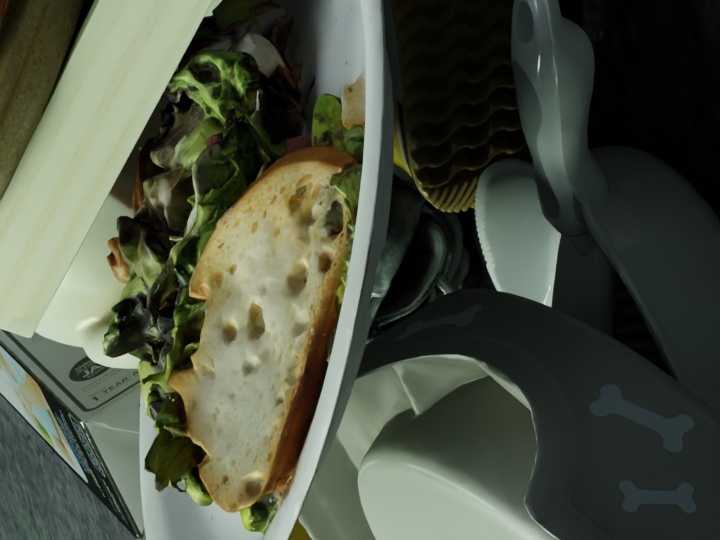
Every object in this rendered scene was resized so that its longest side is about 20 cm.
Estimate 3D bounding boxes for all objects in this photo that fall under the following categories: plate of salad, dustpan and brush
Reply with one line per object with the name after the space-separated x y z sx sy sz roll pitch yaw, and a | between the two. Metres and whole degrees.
-0.038 -0.007 0.653 0.200 0.048 0.201 -171 90 -72 | plate of salad
0.065 -0.004 0.670 0.140 0.057 0.200 50 153 41 | dustpan and brush

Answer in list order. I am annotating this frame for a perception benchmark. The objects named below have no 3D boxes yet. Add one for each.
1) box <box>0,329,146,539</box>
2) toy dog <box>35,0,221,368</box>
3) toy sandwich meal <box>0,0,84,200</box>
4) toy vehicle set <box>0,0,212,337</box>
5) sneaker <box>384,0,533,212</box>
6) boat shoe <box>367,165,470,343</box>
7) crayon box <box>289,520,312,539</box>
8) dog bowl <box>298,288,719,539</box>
-0.088 0.020 1.011 0.200 0.116 0.060 33 150 57 | box
-0.085 -0.085 0.853 0.194 0.139 0.200 -90 13 -56 | toy dog
-0.127 -0.080 0.697 0.205 0.070 0.206 -53 26 40 | toy sandwich meal
-0.063 -0.093 0.689 0.200 0.026 0.124 -58 22 33 | toy vehicle set
0.009 -0.112 0.693 0.090 0.075 0.200 44 148 40 | sneaker
0.001 -0.003 0.825 0.199 0.068 0.074 81 -151 -76 | boat shoe
0.015 0.136 0.868 0.127 0.051 0.200 24 144 14 | crayon box
0.065 0.087 0.676 0.200 0.059 0.200 39 161 16 | dog bowl
